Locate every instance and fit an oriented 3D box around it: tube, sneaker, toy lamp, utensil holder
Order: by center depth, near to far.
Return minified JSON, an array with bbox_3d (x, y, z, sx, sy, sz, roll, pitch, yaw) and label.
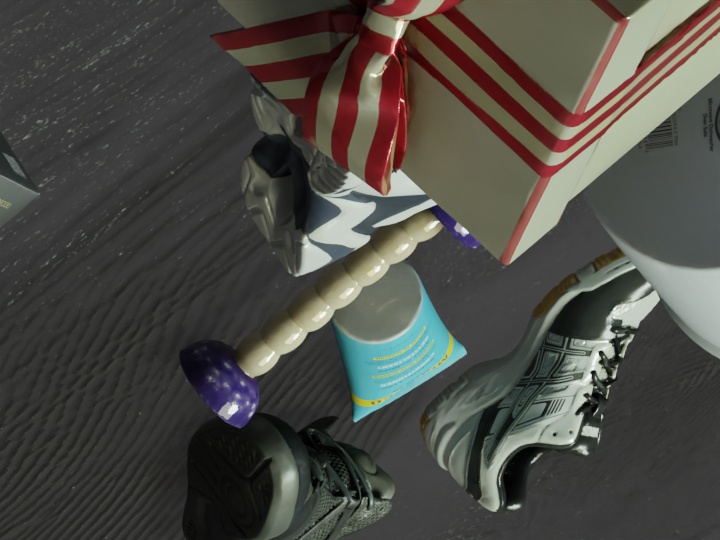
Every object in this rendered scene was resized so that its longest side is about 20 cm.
[{"bbox_3d":[0.022,-0.078,1.298,0.129,0.080,0.199,-28,158,-20],"label":"sneaker"},{"bbox_3d":[0.000,0.000,1.458,0.200,0.058,0.058,-38,158,13],"label":"toy lamp"},{"bbox_3d":[0.211,-0.049,1.515,0.170,0.170,0.200,-37,157,6],"label":"utensil holder"},{"bbox_3d":[0.017,0.040,1.589,0.077,0.051,0.200,-27,163,-1],"label":"tube"},{"bbox_3d":[-0.036,0.112,1.616,0.114,0.076,0.200,-30,161,-18],"label":"sneaker"},{"bbox_3d":[0.131,0.067,1.745,0.200,0.088,0.076,-46,154,21],"label":"sneaker"}]

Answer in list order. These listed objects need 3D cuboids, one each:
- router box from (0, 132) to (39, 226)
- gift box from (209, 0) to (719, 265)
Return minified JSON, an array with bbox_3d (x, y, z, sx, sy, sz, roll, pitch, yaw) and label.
[{"bbox_3d":[-0.233,-0.019,1.079,0.157,0.052,0.200,-39,158,10],"label":"router box"},{"bbox_3d":[0.048,-0.136,1.087,0.187,0.200,0.185,-40,160,-32],"label":"gift box"}]
